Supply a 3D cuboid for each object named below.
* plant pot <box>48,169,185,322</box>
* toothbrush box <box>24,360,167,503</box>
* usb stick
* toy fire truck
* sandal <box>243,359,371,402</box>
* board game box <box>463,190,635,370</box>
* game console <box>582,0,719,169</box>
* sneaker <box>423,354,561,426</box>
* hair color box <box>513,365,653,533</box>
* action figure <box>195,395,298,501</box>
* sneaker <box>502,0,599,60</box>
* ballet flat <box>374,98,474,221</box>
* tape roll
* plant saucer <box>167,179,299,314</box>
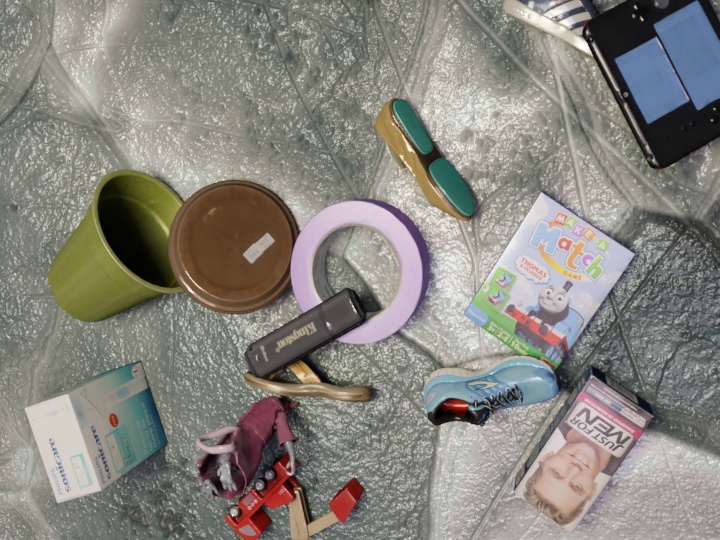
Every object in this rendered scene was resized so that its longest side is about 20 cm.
[{"bbox_3d":[-0.371,-0.016,1.147,0.188,0.199,0.203,-31,88,30],"label":"plant pot"},{"bbox_3d":[-0.400,0.242,1.164,0.084,0.200,0.150,-18,92,17],"label":"toothbrush box"},{"bbox_3d":[-0.080,0.091,1.077,0.197,0.033,0.056,-30,87,18],"label":"usb stick"},{"bbox_3d":[-0.105,0.368,1.176,0.141,0.049,0.200,45,105,7],"label":"toy fire truck"},{"bbox_3d":[-0.077,0.163,1.133,0.195,0.080,0.055,4,83,13],"label":"sandal"},{"bbox_3d":[0.256,0.018,1.040,0.150,0.037,0.202,33,104,9],"label":"board game box"},{"bbox_3d":[0.385,-0.249,0.932,0.174,0.031,0.203,-28,89,-16],"label":"game console"},{"bbox_3d":[0.180,0.181,1.043,0.196,0.091,0.080,-14,117,21],"label":"sneaker"},{"bbox_3d":[0.305,0.247,1.042,0.099,0.060,0.203,32,105,10],"label":"hair color box"},{"bbox_3d":[-0.166,0.238,1.110,0.131,0.201,0.152,6,127,32],"label":"action figure"},{"bbox_3d":[0.284,-0.330,0.968,0.198,0.075,0.086,32,108,10],"label":"sneaker"},{"bbox_3d":[0.088,-0.147,1.062,0.063,0.068,0.202,-36,83,44],"label":"ballet flat"},{"bbox_3d":[0.000,0.000,1.094,0.195,0.066,0.206,2,97,15],"label":"tape roll"},{"bbox_3d":[-0.183,-0.039,1.107,0.195,0.029,0.205,3,77,-11],"label":"plant saucer"}]
